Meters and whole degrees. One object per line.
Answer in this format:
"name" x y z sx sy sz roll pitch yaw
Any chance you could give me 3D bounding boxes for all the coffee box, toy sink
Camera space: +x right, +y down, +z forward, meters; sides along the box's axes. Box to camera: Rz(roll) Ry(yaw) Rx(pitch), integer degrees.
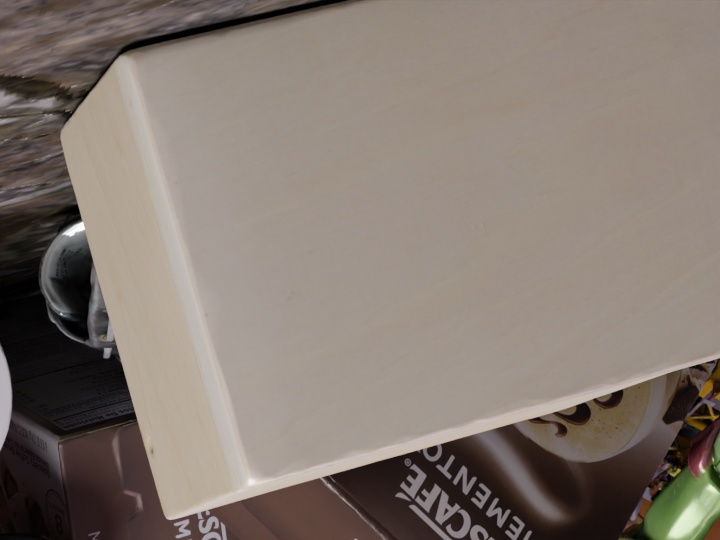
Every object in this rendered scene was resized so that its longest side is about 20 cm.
"coffee box" -0.124 0.091 1.144 0.079 0.114 0.200 -14 -162 -27
"toy sink" 0.025 -0.014 0.832 0.199 0.131 0.112 -15 174 -19
"coffee box" 0.049 0.038 0.961 0.080 0.113 0.201 -21 -149 54

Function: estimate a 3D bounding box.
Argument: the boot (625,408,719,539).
"boot" 0.109 0.076 1.283 0.154 0.200 0.074 -20 142 -23

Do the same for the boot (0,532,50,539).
"boot" -0.185 0.147 1.079 0.197 0.074 0.163 -29 -171 6

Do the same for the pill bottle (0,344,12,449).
"pill bottle" -0.210 0.064 1.003 0.112 0.113 0.200 -12 173 -36

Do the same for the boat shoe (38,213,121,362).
"boat shoe" -0.086 -0.002 1.017 0.070 0.073 0.200 9 170 -12

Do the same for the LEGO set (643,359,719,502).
"LEGO set" 0.125 0.002 1.195 0.115 0.201 0.154 27 147 -11

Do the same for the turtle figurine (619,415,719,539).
"turtle figurine" 0.143 0.110 1.042 0.199 0.145 0.194 19 140 -33
